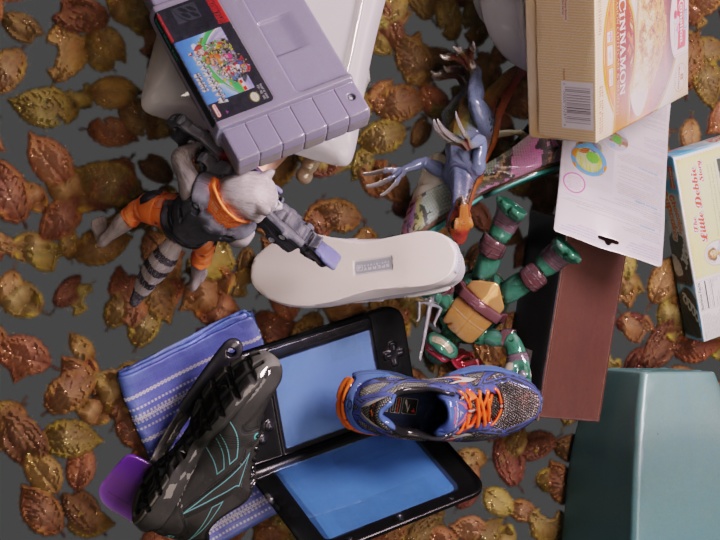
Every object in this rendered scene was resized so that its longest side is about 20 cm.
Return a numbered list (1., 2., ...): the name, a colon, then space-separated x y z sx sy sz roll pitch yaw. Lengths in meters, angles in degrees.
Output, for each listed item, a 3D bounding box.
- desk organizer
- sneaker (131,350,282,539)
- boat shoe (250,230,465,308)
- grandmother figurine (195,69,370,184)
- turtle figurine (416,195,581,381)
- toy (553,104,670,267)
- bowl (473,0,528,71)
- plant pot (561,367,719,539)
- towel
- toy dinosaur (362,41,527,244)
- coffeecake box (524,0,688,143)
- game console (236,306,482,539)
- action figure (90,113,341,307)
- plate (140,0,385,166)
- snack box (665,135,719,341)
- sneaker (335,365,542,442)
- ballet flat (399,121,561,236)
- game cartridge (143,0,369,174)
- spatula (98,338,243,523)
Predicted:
1. desk organizer: 0.205 0.047 1.688 0.077 0.072 0.201 7 94 -27
2. sneaker: -0.123 0.159 1.509 0.079 0.075 0.200 31 105 -22
3. boat shoe: 0.000 0.000 1.567 0.199 0.069 0.072 -11 71 14
4. grandmother figurine: -0.072 -0.139 1.551 0.200 0.060 0.122 -39 123 -18
5. turtle figurine: 0.113 0.035 1.626 0.149 0.101 0.200 32 102 -20
6. toy: 0.241 -0.097 1.658 0.115 0.047 0.201 18 60 -12
7. bowl: 0.166 -0.276 1.596 0.201 0.090 0.202 -22 117 -53
8. plant pot: 0.298 0.200 1.715 0.140 0.141 0.201 1 90 -24
9. towel: -0.129 0.152 1.580 0.144 0.024 0.201 -26 107 -18
10. toy dinosaur: 0.108 -0.115 1.572 0.199 0.105 0.183 -6 77 -24
11. coffeecake box: 0.231 -0.218 1.562 0.200 0.073 0.154 -29 121 -51
12. game console: -0.004 0.143 1.568 0.199 0.116 0.177 -16 103 -32
13. action figure: -0.121 -0.029 1.467 0.200 0.193 0.105 37 52 -16
14. plate: -0.079 -0.213 1.511 0.199 0.032 0.201 14 80 -13
15. snack box: 0.381 -0.038 1.771 0.116 0.037 0.201 -17 103 -21
16. sneaker: 0.080 0.130 1.546 0.199 0.078 0.076 -3 98 -22
17. ballet flat: 0.106 -0.091 1.635 0.199 0.069 0.071 -28 89 -22
18. game cartridge: -0.093 -0.185 1.433 0.129 0.038 0.201 -21 66 -21
19. spatula: -0.168 0.143 1.539 0.056 0.021 0.200 33 96 -16
